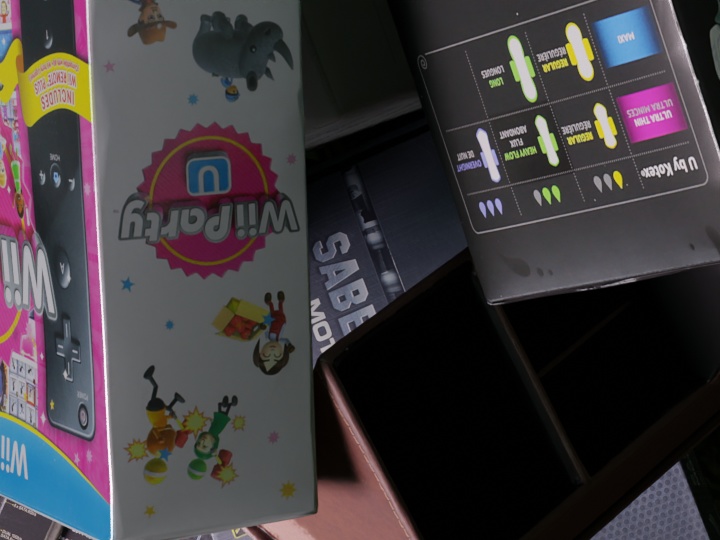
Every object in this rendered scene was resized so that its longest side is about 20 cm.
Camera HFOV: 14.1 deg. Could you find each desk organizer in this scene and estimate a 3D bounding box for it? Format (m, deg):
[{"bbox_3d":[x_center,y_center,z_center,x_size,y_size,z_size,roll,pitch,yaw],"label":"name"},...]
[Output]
[{"bbox_3d":[0.063,0.024,0.841,0.072,0.200,0.077,40,138,17],"label":"desk organizer"}]

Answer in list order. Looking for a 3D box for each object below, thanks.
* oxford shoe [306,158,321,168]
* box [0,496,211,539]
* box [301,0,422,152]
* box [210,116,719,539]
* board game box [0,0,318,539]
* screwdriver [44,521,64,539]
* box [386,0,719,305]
[{"bbox_3d":[0.000,0.000,1.058,0.200,0.073,0.071,29,154,18],"label":"oxford shoe"},{"bbox_3d":[-0.101,0.120,1.150,0.200,0.158,0.050,20,173,20],"label":"box"},{"bbox_3d":[-0.039,-0.137,0.965,0.199,0.131,0.200,-19,93,59],"label":"box"},{"bbox_3d":[0.025,0.058,0.965,0.051,0.158,0.200,12,-124,-75],"label":"box"},{"bbox_3d":[-0.075,-0.037,0.800,0.148,0.064,0.200,12,107,61],"label":"board game box"},{"bbox_3d":[-0.081,0.021,1.132,0.028,0.029,0.200,24,95,24],"label":"screwdriver"},{"bbox_3d":[0.090,-0.110,0.769,0.124,0.148,0.200,-13,97,59],"label":"box"}]
